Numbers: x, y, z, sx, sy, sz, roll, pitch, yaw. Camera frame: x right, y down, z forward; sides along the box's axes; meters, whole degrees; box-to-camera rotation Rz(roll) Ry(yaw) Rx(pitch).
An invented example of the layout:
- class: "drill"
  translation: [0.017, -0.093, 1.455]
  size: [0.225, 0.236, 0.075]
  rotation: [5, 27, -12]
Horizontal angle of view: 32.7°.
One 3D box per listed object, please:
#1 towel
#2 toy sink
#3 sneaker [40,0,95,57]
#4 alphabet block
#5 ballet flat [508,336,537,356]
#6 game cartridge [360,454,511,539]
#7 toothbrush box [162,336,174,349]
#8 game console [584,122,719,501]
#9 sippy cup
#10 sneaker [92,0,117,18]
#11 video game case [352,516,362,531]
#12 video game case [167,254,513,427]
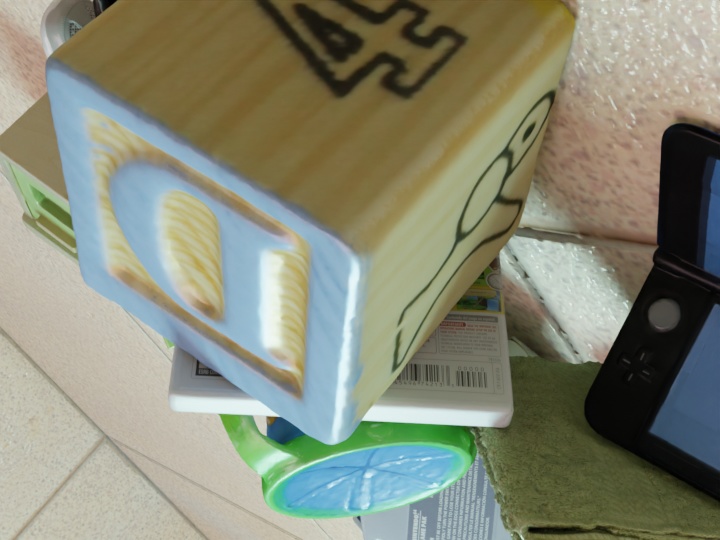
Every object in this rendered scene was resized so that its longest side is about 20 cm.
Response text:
- class: "towel"
  translation: [0.139, 0.114, 0.739]
  size: [0.200, 0.148, 0.037]
  rotation: [-106, 25, -60]
- class: "toy sink"
  translation: [-0.273, -0.073, 1.254]
  size: [0.130, 0.112, 0.200]
  rotation: [35, 159, 16]
- class: "sneaker"
  translation: [-0.173, -0.152, 1.007]
  size: [0.082, 0.075, 0.200]
  rotation: [-9, 135, 46]
- class: "alphabet block"
  translation: [-0.027, -0.063, 0.678]
  size: [0.196, 0.200, 0.196]
  rotation: [32, 147, 16]
- class: "ballet flat"
  translation: [0.095, 0.068, 0.975]
  size: [0.200, 0.071, 0.071]
  rotation: [32, 158, 21]
- class: "game cartridge"
  translation: [0.066, 0.161, 0.952]
  size: [0.133, 0.041, 0.201]
  rotation: [5, 109, 5]
- class: "toothbrush box"
  translation: [-0.133, -0.065, 0.899]
  size: [0.146, 0.086, 0.200]
  rotation: [-99, -12, -75]
- class: "game console"
  translation: [0.221, 0.046, 0.642]
  size: [0.200, 0.171, 0.118]
  rotation: [28, -177, 30]
- class: "sippy cup"
  translation: [-0.006, 0.079, 0.805]
  size: [0.178, 0.139, 0.131]
  rotation: [53, -157, -59]
- class: "sneaker"
  translation: [-0.155, -0.195, 0.844]
  size: [0.077, 0.084, 0.200]
  rotation: [46, 159, -12]
- class: "video game case"
  translation: [0.075, 0.188, 1.055]
  size: [0.022, 0.200, 0.182]
  rotation: [3, -154, -37]
- class: "video game case"
  translation: [-0.010, 0.013, 0.764]
  size: [0.199, 0.182, 0.023]
  rotation: [3, 140, -3]
